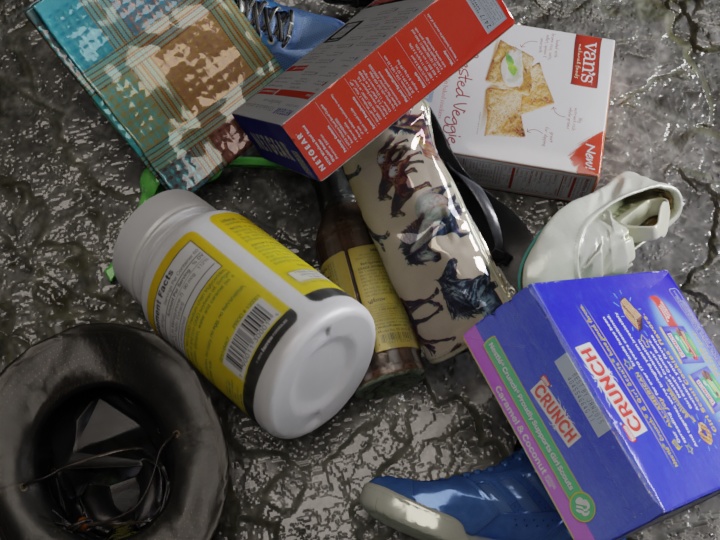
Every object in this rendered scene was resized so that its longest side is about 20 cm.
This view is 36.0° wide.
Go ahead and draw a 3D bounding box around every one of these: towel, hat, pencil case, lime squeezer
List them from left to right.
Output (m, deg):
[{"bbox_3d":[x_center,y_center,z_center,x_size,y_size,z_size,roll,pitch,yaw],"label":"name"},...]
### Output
[{"bbox_3d":[-0.185,0.143,0.828,0.197,0.081,0.204,-1,77,2],"label":"hat"},{"bbox_3d":[-0.158,-0.177,0.912,0.146,0.022,0.201,-39,98,-10],"label":"towel"},{"bbox_3d":[-0.141,-0.071,0.939,0.198,0.038,0.071,-29,70,-12],"label":"lime squeezer"},{"bbox_3d":[0.052,-0.036,0.845,0.088,0.078,0.202,-24,90,12],"label":"pencil case"}]

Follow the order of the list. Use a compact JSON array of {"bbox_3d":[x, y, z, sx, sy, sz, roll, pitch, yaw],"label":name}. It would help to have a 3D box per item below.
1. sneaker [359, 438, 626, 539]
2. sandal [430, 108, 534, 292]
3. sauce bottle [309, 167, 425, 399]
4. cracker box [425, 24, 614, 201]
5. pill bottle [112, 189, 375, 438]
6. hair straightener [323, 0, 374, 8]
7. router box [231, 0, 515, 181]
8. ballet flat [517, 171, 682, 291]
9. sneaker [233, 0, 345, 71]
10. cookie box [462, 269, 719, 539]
[{"bbox_3d":[0.104,0.155,0.819,0.197,0.077,0.113,15,74,2],"label":"sneaker"},{"bbox_3d":[0.072,-0.053,0.894,0.076,0.043,0.201,-39,92,9],"label":"sandal"},{"bbox_3d":[0.000,0.000,0.893,0.064,0.065,0.203,-12,68,-5],"label":"sauce bottle"},{"bbox_3d":[0.113,-0.144,0.956,0.197,0.058,0.136,10,68,4],"label":"cracker box"},{"bbox_3d":[-0.093,0.026,0.839,0.114,0.115,0.199,-44,57,-16],"label":"pill bottle"},{"bbox_3d":[0.019,-0.240,0.989,0.197,0.077,0.042,1,76,-20],"label":"hair straightener"},{"bbox_3d":[0.000,-0.150,0.838,0.179,0.200,0.049,-39,108,-6],"label":"router box"},{"bbox_3d":[0.194,-0.028,0.860,0.069,0.070,0.199,41,43,15],"label":"ballet flat"},{"bbox_3d":[-0.104,-0.211,0.969,0.197,0.089,0.080,7,68,3],"label":"sneaker"},{"bbox_3d":[0.190,0.091,0.789,0.198,0.075,0.173,-2,58,-48],"label":"cookie box"}]
